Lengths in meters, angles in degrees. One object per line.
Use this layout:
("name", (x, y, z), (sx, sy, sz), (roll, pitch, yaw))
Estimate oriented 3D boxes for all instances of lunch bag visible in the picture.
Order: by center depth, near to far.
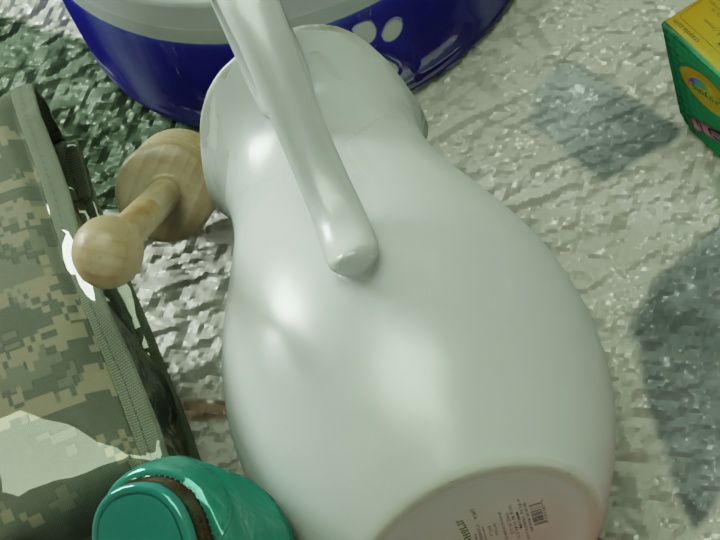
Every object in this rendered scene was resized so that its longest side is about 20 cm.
("lunch bag", (-0.151, 0.043, 0.831), (0.163, 0.118, 0.201), (-24, 55, -1))

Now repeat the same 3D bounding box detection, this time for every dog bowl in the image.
("dog bowl", (-0.031, -0.154, 0.970), (0.199, 0.079, 0.201), (-8, 51, 11))

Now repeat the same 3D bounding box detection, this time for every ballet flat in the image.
("ballet flat", (-0.034, 0.154, 0.725), (0.067, 0.070, 0.202), (-9, 86, 35))

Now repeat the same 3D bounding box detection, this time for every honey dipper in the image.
("honey dipper", (-0.074, -0.019, 0.827), (0.038, 0.038, 0.200), (-15, 9, 6))

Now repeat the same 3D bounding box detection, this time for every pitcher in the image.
("pitcher", (0.000, 0.000, 0.780), (0.121, 0.172, 0.201), (-25, 49, 3))

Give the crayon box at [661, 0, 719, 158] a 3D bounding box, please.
("crayon box", (0.207, -0.043, 0.821), (0.118, 0.058, 0.200), (-32, 51, -8))
